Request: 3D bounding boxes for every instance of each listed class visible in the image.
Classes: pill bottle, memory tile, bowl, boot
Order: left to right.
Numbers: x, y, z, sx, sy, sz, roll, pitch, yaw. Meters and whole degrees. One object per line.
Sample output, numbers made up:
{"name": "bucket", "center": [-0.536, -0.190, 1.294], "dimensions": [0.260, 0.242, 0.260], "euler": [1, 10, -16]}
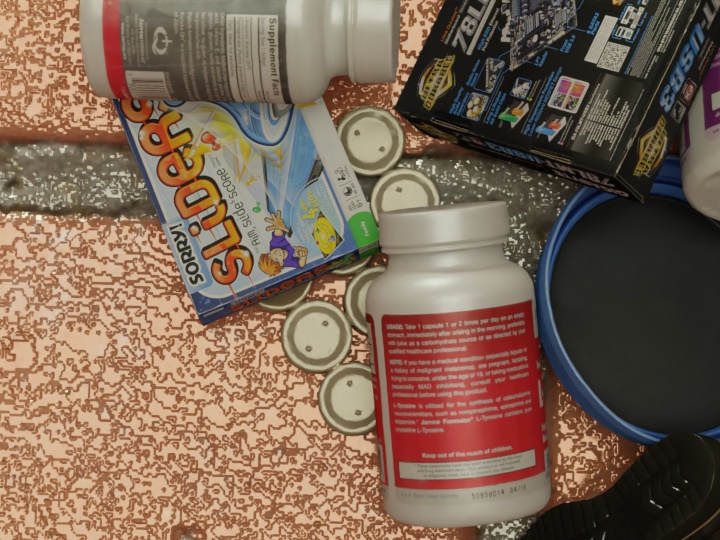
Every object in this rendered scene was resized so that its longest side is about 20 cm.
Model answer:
{"name": "pill bottle", "center": [-0.075, -0.165, 1.284], "dimensions": [0.199, 0.111, 0.111], "euler": [2, 84, 4]}
{"name": "memory tile", "center": [0.000, 0.000, 1.358], "dimensions": [0.153, 0.017, 0.201], "euler": [-30, 86, -3]}
{"name": "pill bottle", "center": [0.062, 0.059, 1.286], "dimensions": [0.112, 0.112, 0.201], "euler": [-5, 95, -1]}
{"name": "boot", "center": [0.204, 0.185, 1.310], "dimensions": [0.200, 0.138, 0.078], "euler": [-37, 53, 37]}
{"name": "bowl", "center": [0.207, 0.024, 1.316], "dimensions": [0.199, 0.039, 0.202], "euler": [6, 71, -18]}
{"name": "pill bottle", "center": [0.263, -0.141, 1.312], "dimensions": [0.112, 0.112, 0.201], "euler": [1, 66, -1]}

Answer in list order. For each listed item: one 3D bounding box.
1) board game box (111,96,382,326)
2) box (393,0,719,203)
{"name": "board game box", "center": [-0.083, -0.080, 1.340], "dimensions": [0.135, 0.034, 0.201], "euler": [-23, 76, -2]}
{"name": "box", "center": [0.143, -0.164, 1.305], "dimensions": [0.198, 0.050, 0.201], "euler": [20, 81, 42]}
